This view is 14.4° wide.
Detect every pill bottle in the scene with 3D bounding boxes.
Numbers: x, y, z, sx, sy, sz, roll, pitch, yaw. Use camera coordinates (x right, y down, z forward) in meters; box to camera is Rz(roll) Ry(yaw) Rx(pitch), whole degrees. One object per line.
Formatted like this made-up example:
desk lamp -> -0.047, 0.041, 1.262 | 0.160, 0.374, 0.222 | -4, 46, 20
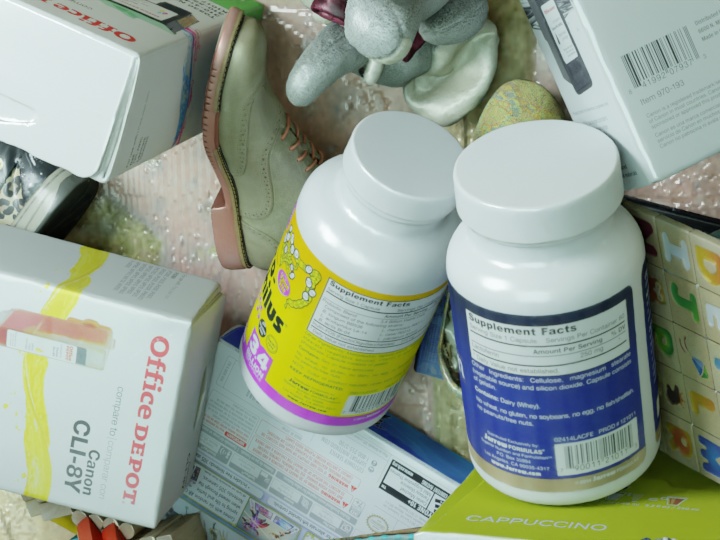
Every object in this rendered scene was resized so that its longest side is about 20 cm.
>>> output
pill bottle -> 0.000, 0.000, 1.713 | 0.104, 0.104, 0.201 | 33, 133, 10
pill bottle -> 0.109, 0.023, 1.629 | 0.115, 0.116, 0.201 | 5, 124, 19

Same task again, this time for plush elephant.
plush elephant -> 0.007, -0.162, 1.687 | 0.164, 0.200, 0.155 | 39, 136, 21

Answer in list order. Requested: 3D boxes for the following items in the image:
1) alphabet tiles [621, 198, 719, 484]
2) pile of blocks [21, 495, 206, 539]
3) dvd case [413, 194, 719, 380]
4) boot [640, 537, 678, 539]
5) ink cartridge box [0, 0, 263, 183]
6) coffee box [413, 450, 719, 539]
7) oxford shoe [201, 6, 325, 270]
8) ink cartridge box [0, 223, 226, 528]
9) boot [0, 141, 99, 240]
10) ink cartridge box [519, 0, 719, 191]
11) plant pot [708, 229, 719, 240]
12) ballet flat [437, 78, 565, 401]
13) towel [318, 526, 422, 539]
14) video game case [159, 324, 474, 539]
alphabet tiles -> 0.184, 0.044, 1.641 | 0.200, 0.006, 0.167 | 29, 136, 57
pile of blocks -> -0.138, 0.189, 1.817 | 0.199, 0.062, 0.083 | 22, 110, 15
dvd case -> 0.138, 0.020, 1.747 | 0.199, 0.018, 0.144 | 15, 107, 17
boot -> 0.085, 0.192, 1.560 | 0.090, 0.073, 0.200 | 45, 112, -1
ink cartridge box -> -0.166, -0.135, 1.721 | 0.144, 0.200, 0.084 | 24, 110, 13
coffee box -> 0.152, 0.224, 1.692 | 0.198, 0.200, 0.199 | 4, 104, 18
oxford shoe -> -0.053, -0.079, 1.741 | 0.073, 0.071, 0.201 | 8, 139, 11
ink cartridge box -> -0.198, 0.060, 1.778 | 0.199, 0.083, 0.146 | 14, 109, 6
boot -> -0.280, -0.042, 1.860 | 0.154, 0.073, 0.204 | 48, 114, 8
ink cartridge box -> 0.172, -0.165, 1.621 | 0.145, 0.083, 0.201 | -25, 93, -15
plant pot -> 0.329, 0.047, 1.548 | 0.195, 0.200, 0.198 | -20, 97, -10
ballet flat -> 0.085, -0.012, 1.714 | 0.070, 0.071, 0.201 | 14, 107, 16
towel -> -0.034, 0.229, 1.740 | 0.198, 0.022, 0.148 | -5, 115, -3
video game case -> -0.037, 0.163, 1.830 | 0.199, 0.045, 0.182 | 31, 111, 11
